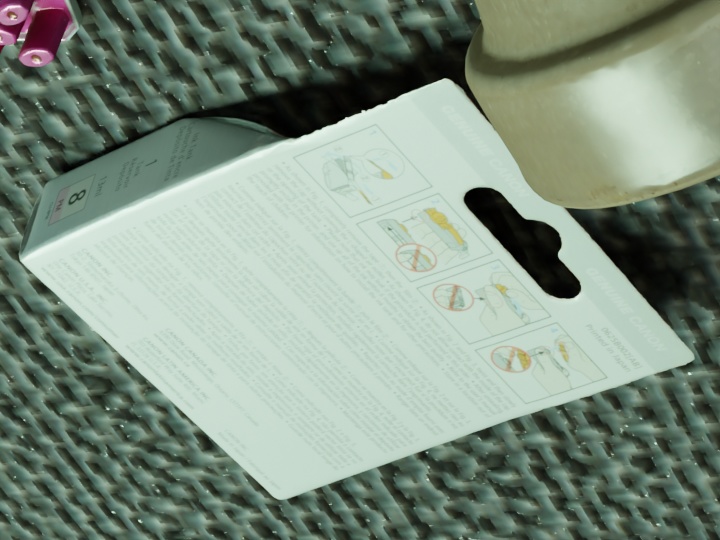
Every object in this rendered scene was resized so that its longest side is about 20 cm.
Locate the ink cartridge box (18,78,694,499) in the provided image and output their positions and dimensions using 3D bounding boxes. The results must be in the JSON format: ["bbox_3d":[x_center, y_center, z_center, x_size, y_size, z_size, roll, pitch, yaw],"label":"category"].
[{"bbox_3d":[0.000,0.000,1.063,0.200,0.057,0.163,-24,127,29],"label":"ink cartridge box"}]

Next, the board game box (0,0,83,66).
[{"bbox_3d":[-0.215,-0.144,0.976,0.199,0.026,0.200,1,139,18],"label":"board game box"}]

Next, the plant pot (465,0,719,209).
[{"bbox_3d":[0.081,-0.141,0.758,0.200,0.200,0.175,-24,110,40],"label":"plant pot"}]
